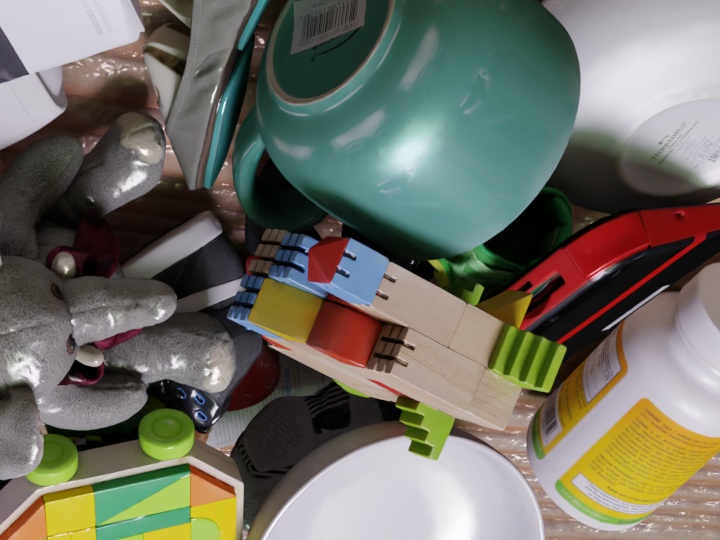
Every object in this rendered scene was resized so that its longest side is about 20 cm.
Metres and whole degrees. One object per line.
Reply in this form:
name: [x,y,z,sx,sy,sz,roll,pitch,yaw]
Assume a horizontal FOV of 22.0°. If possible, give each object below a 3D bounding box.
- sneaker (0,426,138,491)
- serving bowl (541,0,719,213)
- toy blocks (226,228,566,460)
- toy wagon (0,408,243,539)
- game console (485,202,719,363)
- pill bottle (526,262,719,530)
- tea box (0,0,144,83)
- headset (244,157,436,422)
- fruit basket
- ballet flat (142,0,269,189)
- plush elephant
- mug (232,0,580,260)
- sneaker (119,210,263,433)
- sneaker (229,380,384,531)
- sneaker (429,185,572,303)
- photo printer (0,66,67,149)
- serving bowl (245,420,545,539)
sneaker: [-0.169,0.118,1.129,0.199,0.072,0.083,23,115,-38]
serving bowl: [0.180,-0.095,1.071,0.198,0.066,0.201,-9,144,-6]
toy blocks: [-0.004,0.026,0.986,0.136,0.101,0.200,28,171,-26]
toy wagon: [-0.167,0.161,1.087,0.198,0.040,0.156,-11,132,-17]
game console: [0.123,0.021,1.102,0.200,0.031,0.176,-39,165,34]
pill bottle: [0.211,0.086,1.293,0.110,0.112,0.200,10,139,-28]
tea box: [-0.205,-0.176,0.734,0.195,0.201,0.134,-15,145,5]
headset: [0.000,0.000,1.108,0.123,0.094,0.201,-21,135,-18]
fruit basket: [-0.115,0.067,1.210,0.199,0.094,0.186,-23,147,-13]
ballet flat: [-0.081,-0.125,0.974,0.063,0.068,0.201,23,137,-1]
plush elephant: [-0.160,0.018,0.963,0.198,0.155,0.166,-13,103,-14]
mug: [0.010,-0.085,0.952,0.114,0.152,0.186,32,97,-41]
sneaker: [-0.142,0.063,1.088,0.199,0.112,0.073,-34,-174,-6]
sneaker: [-0.004,0.109,1.239,0.200,0.075,0.115,-44,155,-9]
sneaker: [0.087,-0.011,1.086,0.083,0.075,0.200,15,169,29]
photo printer: [-0.243,-0.116,0.909,0.165,0.070,0.200,-17,147,5]
serving bowl: [0.012,0.176,1.153,0.198,0.066,0.202,-9,117,-18]
